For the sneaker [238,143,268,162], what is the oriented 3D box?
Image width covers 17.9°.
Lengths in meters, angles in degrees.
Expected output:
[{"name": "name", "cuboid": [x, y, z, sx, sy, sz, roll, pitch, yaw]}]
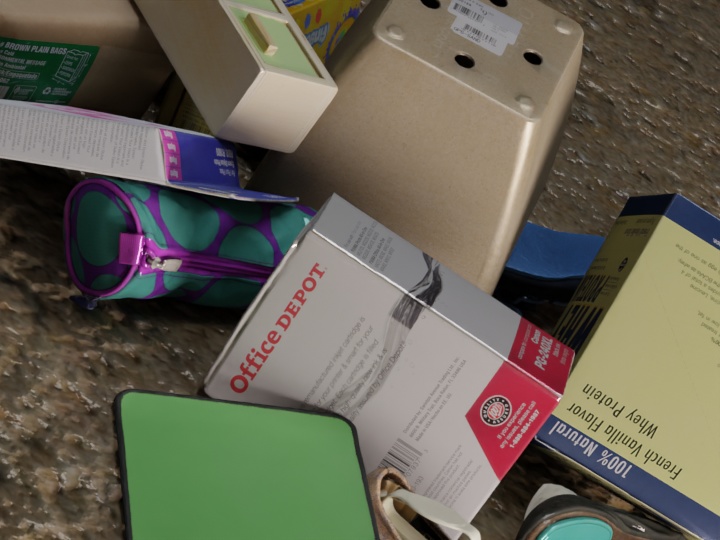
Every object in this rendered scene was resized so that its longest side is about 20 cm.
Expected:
[{"name": "sneaker", "cuboid": [-0.024, -0.078, 1.783, 0.199, 0.060, 0.104, 34, 7, 0]}]

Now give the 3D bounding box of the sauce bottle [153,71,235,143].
[{"name": "sauce bottle", "cuboid": [-0.096, -0.172, 1.721, 0.066, 0.201, 0.066, 24, 0, 0]}]

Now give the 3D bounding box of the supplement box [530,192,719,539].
[{"name": "supplement box", "cuboid": [0.242, 0.080, 1.650, 0.199, 0.200, 0.134, 31, -3, -6]}]

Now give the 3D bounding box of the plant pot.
[{"name": "plant pot", "cuboid": [0.056, -0.114, 1.674, 0.199, 0.177, 0.200, 28, 43, 1]}]

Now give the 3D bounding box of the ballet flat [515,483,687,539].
[{"name": "ballet flat", "cuboid": [0.152, 0.186, 1.568, 0.200, 0.068, 0.068, 21, 16, -49]}]

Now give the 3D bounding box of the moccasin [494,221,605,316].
[{"name": "moccasin", "cuboid": [0.141, 0.008, 1.863, 0.199, 0.068, 0.081, 12, 40, -38]}]

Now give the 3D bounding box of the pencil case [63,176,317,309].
[{"name": "pencil case", "cuboid": [-0.108, -0.012, 1.561, 0.199, 0.085, 0.092, 6, 20, -46]}]

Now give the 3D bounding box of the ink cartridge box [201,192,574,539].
[{"name": "ink cartridge box", "cuboid": [0.018, 0.065, 1.506, 0.200, 0.145, 0.083, 34, 26, -2]}]

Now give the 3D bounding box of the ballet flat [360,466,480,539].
[{"name": "ballet flat", "cuboid": [0.065, 0.199, 1.420, 0.200, 0.067, 0.068, 41, 24, 13]}]

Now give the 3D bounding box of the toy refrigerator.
[{"name": "toy refrigerator", "cuboid": [-0.098, -0.180, 1.627, 0.076, 0.070, 0.200, 10, 38, -43]}]

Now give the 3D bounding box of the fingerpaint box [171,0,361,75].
[{"name": "fingerpaint box", "cuboid": [-0.110, -0.213, 1.869, 0.166, 0.074, 0.200, 19, 21, 16]}]

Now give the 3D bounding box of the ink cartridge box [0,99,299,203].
[{"name": "ink cartridge box", "cuboid": [-0.153, -0.081, 1.522, 0.199, 0.044, 0.196, 9, 2, 10]}]

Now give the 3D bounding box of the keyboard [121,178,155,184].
[{"name": "keyboard", "cuboid": [-0.174, -0.085, 1.704, 0.200, 0.011, 0.056, 45, 22, 21]}]

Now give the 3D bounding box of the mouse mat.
[{"name": "mouse mat", "cuboid": [-0.067, 0.141, 1.380, 0.160, 0.008, 0.200, 9, 31, -15]}]

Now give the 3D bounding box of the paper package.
[{"name": "paper package", "cuboid": [-0.254, -0.201, 1.676, 0.199, 0.104, 0.191, -2, 43, -47]}]
